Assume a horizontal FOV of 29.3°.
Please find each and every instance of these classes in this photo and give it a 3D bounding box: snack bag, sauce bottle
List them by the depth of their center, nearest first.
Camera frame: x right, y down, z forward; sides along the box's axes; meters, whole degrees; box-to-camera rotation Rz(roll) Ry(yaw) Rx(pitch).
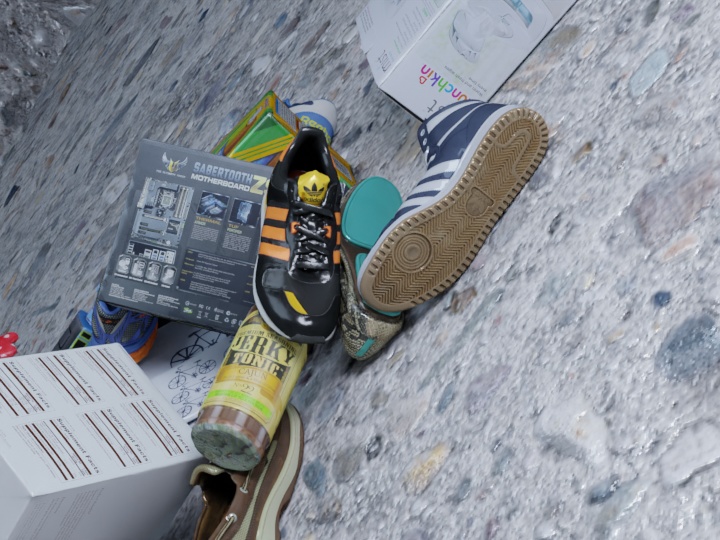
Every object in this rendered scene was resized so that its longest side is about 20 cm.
[{"bbox_3d":[-0.077,0.068,1.139,0.065,0.065,0.200,-32,28,45],"label":"sauce bottle"},{"bbox_3d":[-0.168,0.091,1.335,0.188,0.021,0.200,-27,30,0],"label":"snack bag"}]

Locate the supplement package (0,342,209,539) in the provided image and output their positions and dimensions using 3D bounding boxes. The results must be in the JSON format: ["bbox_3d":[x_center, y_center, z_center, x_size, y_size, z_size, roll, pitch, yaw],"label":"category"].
[{"bbox_3d":[-0.271,0.183,1.140,0.147,0.200,0.191,46,117,24],"label":"supplement package"}]

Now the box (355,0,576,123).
[{"bbox_3d":[0.090,-0.246,1.288,0.176,0.097,0.200,-50,23,17],"label":"box"}]

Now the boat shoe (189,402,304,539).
[{"bbox_3d":[-0.099,0.174,1.124,0.075,0.075,0.202,-41,26,34],"label":"boat shoe"}]

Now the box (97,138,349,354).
[{"bbox_3d":[-0.122,-0.022,1.254,0.051,0.200,0.158,51,-128,-79],"label":"box"}]

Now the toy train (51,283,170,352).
[{"bbox_3d":[-0.245,0.060,1.484,0.200,0.114,0.087,-54,22,5],"label":"toy train"}]

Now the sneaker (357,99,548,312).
[{"bbox_3d":[0.061,-0.058,1.120,0.200,0.070,0.108,-49,27,-1],"label":"sneaker"}]

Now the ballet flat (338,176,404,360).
[{"bbox_3d":[0.000,0.000,1.186,0.075,0.068,0.200,-57,21,35],"label":"ballet flat"}]

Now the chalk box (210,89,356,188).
[{"bbox_3d":[-0.114,-0.059,1.370,0.200,0.124,0.125,-45,16,9],"label":"chalk box"}]

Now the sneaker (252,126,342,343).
[{"bbox_3d":[-0.048,-0.034,1.133,0.090,0.070,0.200,106,165,-45],"label":"sneaker"}]

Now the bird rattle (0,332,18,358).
[{"bbox_3d":[-0.394,0.131,1.362,0.163,0.113,0.200,-65,14,-15],"label":"bird rattle"}]

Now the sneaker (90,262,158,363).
[{"bbox_3d":[-0.219,0.002,1.386,0.078,0.075,0.200,93,-175,-49],"label":"sneaker"}]

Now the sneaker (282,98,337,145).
[{"bbox_3d":[-0.091,-0.145,1.565,0.200,0.074,0.082,-5,52,54],"label":"sneaker"}]
